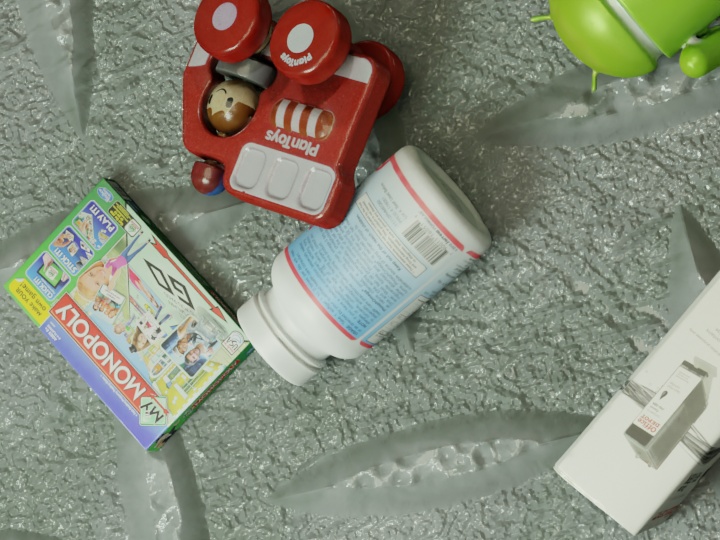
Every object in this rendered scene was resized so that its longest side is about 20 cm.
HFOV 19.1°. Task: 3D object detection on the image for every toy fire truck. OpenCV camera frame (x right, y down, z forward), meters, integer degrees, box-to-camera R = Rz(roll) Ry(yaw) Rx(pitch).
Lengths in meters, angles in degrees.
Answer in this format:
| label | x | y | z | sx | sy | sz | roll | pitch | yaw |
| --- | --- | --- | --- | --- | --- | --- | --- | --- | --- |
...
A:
| label | x | y | z | sx | sy | sz | roll | pitch | yaw |
| --- | --- | --- | --- | --- | --- | --- | --- | --- | --- |
| toy fire truck | -0.071 | -0.132 | 1.743 | 0.200 | 0.112 | 0.168 | 18 | 83 | 35 |

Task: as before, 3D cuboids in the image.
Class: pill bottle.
| label | x | y | z | sx | sy | sz | roll | pitch | yaw |
| --- | --- | --- | --- | --- | --- | --- | --- | --- | --- |
| pill bottle | 0.000 | 0.000 | 1.736 | 0.200 | 0.109 | 0.109 | -40 | 75 | 11 |

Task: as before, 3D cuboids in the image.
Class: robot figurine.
| label | x | y | z | sx | sy | sz | roll | pitch | yaw |
| --- | --- | --- | --- | --- | --- | --- | --- | --- | --- |
| robot figurine | 0.233 | -0.234 | 1.675 | 0.200 | 0.116 | 0.176 | -41 | 80 | 11 |

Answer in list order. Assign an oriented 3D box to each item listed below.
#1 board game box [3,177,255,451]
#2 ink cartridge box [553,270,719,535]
| label | x | y | z | sx | sy | sz | roll | pitch | yaw |
| --- | --- | --- | --- | --- | --- | --- | --- | --- | --- |
| board game box | -0.198 | 0.037 | 1.838 | 0.135 | 0.029 | 0.200 | -46 | 74 | 9 |
| ink cartridge box | 0.252 | 0.100 | 1.628 | 0.083 | 0.147 | 0.200 | 41 | 99 | 14 |
